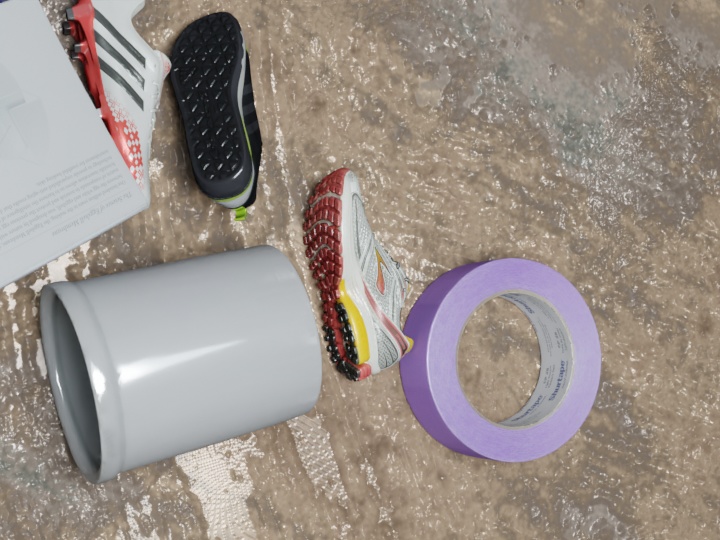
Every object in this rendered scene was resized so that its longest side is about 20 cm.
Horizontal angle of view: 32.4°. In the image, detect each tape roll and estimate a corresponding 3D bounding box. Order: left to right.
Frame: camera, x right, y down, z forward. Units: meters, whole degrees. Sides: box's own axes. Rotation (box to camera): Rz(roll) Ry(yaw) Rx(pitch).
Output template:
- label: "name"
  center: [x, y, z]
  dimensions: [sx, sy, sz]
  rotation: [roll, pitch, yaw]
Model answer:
- label: "tape roll"
  center: [0.142, 0.090, 1.246]
  dimensions: [0.199, 0.066, 0.202]
  rotation: [2, 85, -23]

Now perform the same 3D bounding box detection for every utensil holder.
- label: "utensil holder"
  center: [-0.155, 0.074, 1.067]
  dimensions: [0.199, 0.170, 0.171]
  rotation: [-13, 92, -26]

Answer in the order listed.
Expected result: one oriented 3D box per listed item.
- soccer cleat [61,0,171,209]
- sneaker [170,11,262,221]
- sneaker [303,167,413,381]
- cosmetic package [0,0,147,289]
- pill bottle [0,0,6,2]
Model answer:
- label: "soccer cleat"
  center: [-0.205, -0.155, 1.113]
  dimensions: [0.085, 0.069, 0.201]
  rotation: [-15, 88, -19]
- label: "sneaker"
  center: [-0.130, -0.141, 1.151]
  dimensions: [0.071, 0.083, 0.201]
  rotation: [-8, 68, 10]
- label: "sneaker"
  center: [0.000, 0.000, 1.193]
  dimensions: [0.082, 0.078, 0.201]
  rotation: [-16, 102, -27]
- label: "cosmetic package"
  center: [-0.314, -0.086, 0.995]
  dimensions: [0.199, 0.123, 0.201]
  rotation: [-36, 100, -47]
- label: "pill bottle"
  center: [-0.301, -0.285, 1.054]
  dimensions: [0.199, 0.112, 0.113]
  rotation: [-16, 93, -24]
